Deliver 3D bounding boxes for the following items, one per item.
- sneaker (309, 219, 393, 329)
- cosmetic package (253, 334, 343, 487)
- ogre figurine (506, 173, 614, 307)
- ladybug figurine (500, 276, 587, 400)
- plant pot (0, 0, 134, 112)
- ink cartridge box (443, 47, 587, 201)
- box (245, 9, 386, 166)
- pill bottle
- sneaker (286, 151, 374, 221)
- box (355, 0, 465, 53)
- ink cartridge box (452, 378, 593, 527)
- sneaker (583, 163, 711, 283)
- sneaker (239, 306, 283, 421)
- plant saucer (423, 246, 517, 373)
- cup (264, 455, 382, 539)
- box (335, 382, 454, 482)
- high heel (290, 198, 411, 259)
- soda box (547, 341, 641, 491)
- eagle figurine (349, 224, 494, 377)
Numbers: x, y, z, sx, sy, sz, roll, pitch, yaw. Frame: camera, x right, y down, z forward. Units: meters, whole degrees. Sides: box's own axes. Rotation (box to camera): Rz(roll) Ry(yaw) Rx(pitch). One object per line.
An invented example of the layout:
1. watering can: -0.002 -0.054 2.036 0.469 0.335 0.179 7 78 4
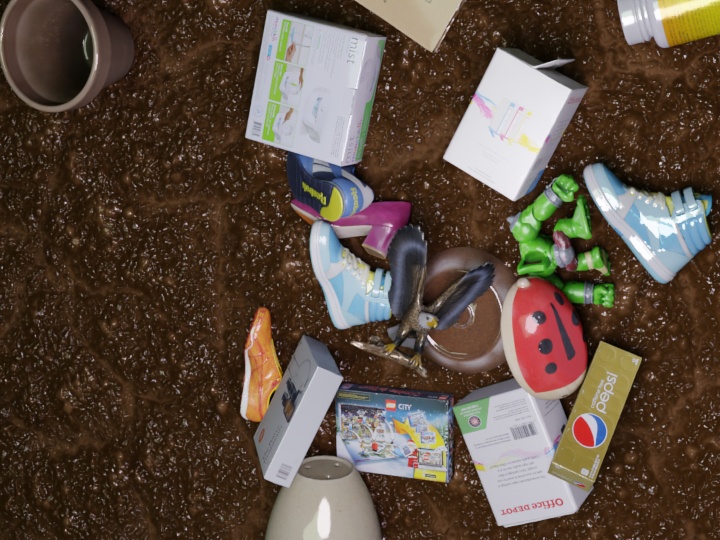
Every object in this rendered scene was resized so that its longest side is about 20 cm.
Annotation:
1. sneaker: 0.000 0.000 1.691 0.128 0.080 0.202 -5 128 18
2. cosmetic package: -0.104 0.224 1.738 0.051 0.151 0.203 24 99 -16
3. ogre figurine: 0.289 -0.032 1.571 0.118 0.099 0.201 -15 127 23
4. ladybug figurine: 0.269 0.099 1.538 0.071 0.135 0.202 8 133 54
5. plant pot: -0.467 -0.367 1.774 0.196 0.174 0.205 4 102 20
6. ink cartridge box: 0.230 -0.224 1.546 0.124 0.128 0.202 31 109 14
7. box: -0.070 -0.285 1.672 0.174 0.097 0.204 16 106 18
8. pill bottle: 0.449 -0.366 1.439 0.197 0.109 0.111 -12 96 23
9. sneaker: -0.053 -0.138 1.690 0.200 0.081 0.075 43 139 46
10. box: 0.073 -0.452 1.622 0.199 0.021 0.165 36 111 11
11. ink cartridge box: 0.249 0.273 1.645 0.143 0.084 0.203 -21 92 36
12. sneaker: 0.416 -0.097 1.516 0.130 0.080 0.201 -39 94 25
13. sneaker: -0.161 0.157 1.821 0.075 0.073 0.204 4 108 0
14. plant saucer: 0.160 0.067 1.681 0.197 0.037 0.205 5 102 22
15. cup: -0.060 0.387 1.738 0.197 0.200 0.146 6 105 20
16. box: 0.056 0.264 1.759 0.196 0.038 0.140 4 102 21
17. high heel: -0.016 -0.098 1.718 0.198 0.067 0.097 24 77 30
18. soda box: 0.340 0.210 1.561 0.067 0.064 0.202 22 69 13
19. eagle figurine: 0.098 0.051 1.614 0.150 0.151 0.203 23 90 42
